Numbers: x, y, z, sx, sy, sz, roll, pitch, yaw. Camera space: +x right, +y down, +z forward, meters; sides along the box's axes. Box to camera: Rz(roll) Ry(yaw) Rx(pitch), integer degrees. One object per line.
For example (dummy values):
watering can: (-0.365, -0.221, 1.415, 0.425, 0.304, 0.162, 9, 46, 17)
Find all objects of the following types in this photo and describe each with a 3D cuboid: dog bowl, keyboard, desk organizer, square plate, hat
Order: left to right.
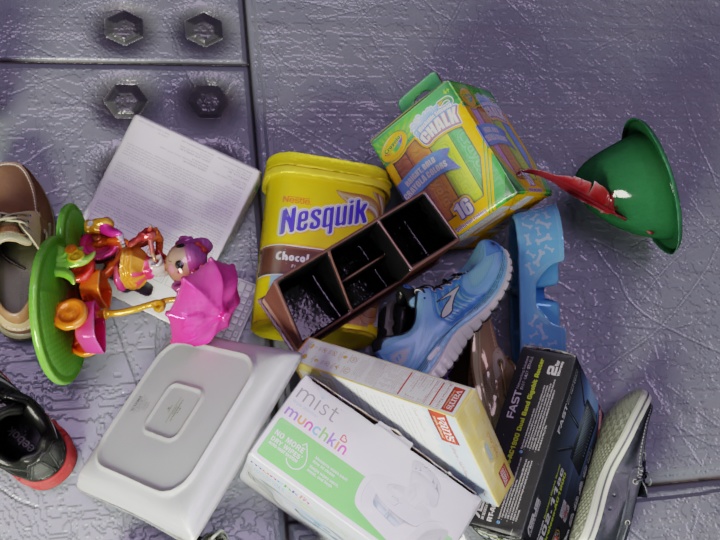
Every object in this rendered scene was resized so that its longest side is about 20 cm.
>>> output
square plate: (-0.176, 0.145, 0.830, 0.028, 0.198, 0.200, 52, 58, -39)
keyboard: (-0.172, 0.094, 0.932, 0.056, 0.011, 0.200, 23, 66, -2)
desk organizer: (0.000, 0.000, 0.881, 0.200, 0.077, 0.072, -32, 84, -23)
dog bowl: (0.199, 0.025, 0.969, 0.050, 0.111, 0.200, -2, 91, 3)
hat: (0.273, -0.087, 1.033, 0.176, 0.200, 0.166, -18, 29, 2)

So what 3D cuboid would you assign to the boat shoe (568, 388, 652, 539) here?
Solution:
boat shoe: (0.286, 0.227, 0.944, 0.062, 0.075, 0.200, 27, 71, -6)

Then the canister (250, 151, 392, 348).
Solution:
canister: (-0.045, -0.021, 0.964, 0.148, 0.087, 0.200, 8, 69, -11)

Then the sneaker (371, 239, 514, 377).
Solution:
sneaker: (0.086, 0.033, 0.886, 0.090, 0.078, 0.200, 41, 63, -2)

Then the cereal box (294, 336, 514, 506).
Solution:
cereal box: (0.039, 0.142, 0.813, 0.200, 0.144, 0.040, 13, 53, 39)

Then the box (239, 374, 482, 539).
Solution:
box: (-0.007, 0.210, 0.830, 0.200, 0.176, 0.097, 36, 68, 3)

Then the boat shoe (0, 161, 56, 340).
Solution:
boat shoe: (-0.364, -0.028, 0.906, 0.076, 0.074, 0.200, -10, 71, -16)

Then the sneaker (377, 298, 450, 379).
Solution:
sneaker: (0.068, 0.129, 0.936, 0.083, 0.081, 0.200, 10, 73, -32)

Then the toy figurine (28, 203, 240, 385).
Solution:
toy figurine: (-0.214, 0.013, 0.866, 0.184, 0.150, 0.200, -4, 55, 0)

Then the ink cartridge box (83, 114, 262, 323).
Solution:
ink cartridge box: (-0.226, -0.056, 0.970, 0.161, 0.050, 0.200, 25, 85, 1)

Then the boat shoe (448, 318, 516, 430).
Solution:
boat shoe: (0.142, 0.122, 0.959, 0.064, 0.071, 0.200, 1, 76, -18)

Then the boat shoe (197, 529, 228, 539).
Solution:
boat shoe: (-0.148, 0.288, 0.828, 0.200, 0.071, 0.064, -6, 71, -12)

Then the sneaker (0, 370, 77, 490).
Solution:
sneaker: (-0.366, 0.133, 0.829, 0.200, 0.098, 0.071, 38, 68, 6)

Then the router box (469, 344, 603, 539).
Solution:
router box: (0.188, 0.200, 0.885, 0.062, 0.150, 0.200, 7, 62, 33)

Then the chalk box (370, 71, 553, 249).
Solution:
chalk box: (0.108, -0.139, 0.997, 0.124, 0.124, 0.200, -8, 65, -58)
